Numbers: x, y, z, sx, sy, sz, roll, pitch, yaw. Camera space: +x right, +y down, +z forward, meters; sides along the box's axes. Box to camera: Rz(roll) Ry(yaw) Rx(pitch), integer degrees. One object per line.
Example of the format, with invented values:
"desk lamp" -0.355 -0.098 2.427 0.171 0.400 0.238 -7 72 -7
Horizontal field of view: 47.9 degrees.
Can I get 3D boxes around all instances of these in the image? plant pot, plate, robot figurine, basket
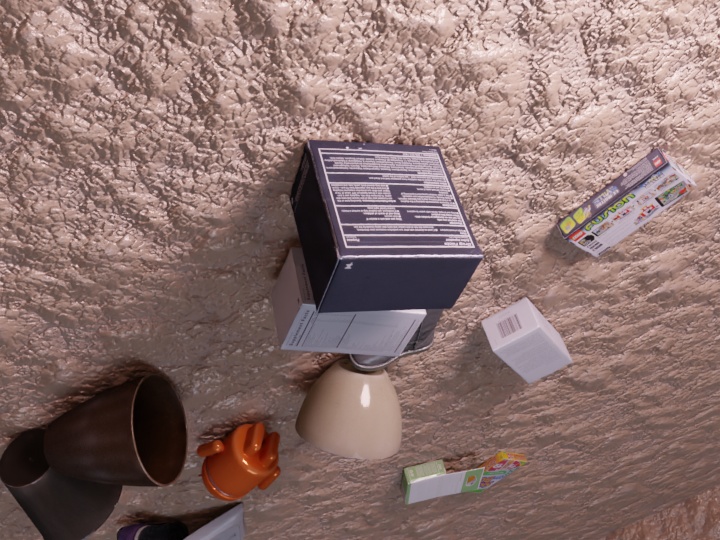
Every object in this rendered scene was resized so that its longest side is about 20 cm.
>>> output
"plant pot" -0.426 0.285 1.379 0.198 0.188 0.187 -12 146 13
"plate" -0.358 0.658 1.949 0.199 0.032 0.200 -28 150 -25
"plant pot" -0.010 0.240 1.488 0.199 0.200 0.136 6 102 -29
"robot figurine" -0.243 0.384 1.621 0.143 0.117 0.200 3 141 -49
"basket" -0.554 0.386 1.477 0.180 0.135 0.201 -47 144 -21

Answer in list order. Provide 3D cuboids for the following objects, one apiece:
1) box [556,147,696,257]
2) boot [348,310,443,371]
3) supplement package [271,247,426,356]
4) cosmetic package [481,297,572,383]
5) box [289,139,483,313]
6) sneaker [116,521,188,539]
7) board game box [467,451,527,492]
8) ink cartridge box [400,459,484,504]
"box" 0.429 -0.105 1.312 0.110 0.035 0.200 22 129 -41
"boot" 0.072 0.083 1.386 0.181 0.073 0.201 -20 154 -20
"supplement package" -0.021 0.050 1.222 0.198 0.110 0.114 7 136 -24
"cosmetic package" 0.322 0.138 1.561 0.101 0.072 0.200 -29 142 16
"box" 0.026 -0.057 1.071 0.198 0.200 0.124 0 141 -21
"sneaker" -0.482 0.615 1.887 0.087 0.076 0.200 1 161 27
"board game box" 0.337 0.538 2.141 0.095 0.030 0.200 17 135 -37
"ink cartridge box" 0.205 0.528 2.053 0.198 0.048 0.146 -11 144 -9
